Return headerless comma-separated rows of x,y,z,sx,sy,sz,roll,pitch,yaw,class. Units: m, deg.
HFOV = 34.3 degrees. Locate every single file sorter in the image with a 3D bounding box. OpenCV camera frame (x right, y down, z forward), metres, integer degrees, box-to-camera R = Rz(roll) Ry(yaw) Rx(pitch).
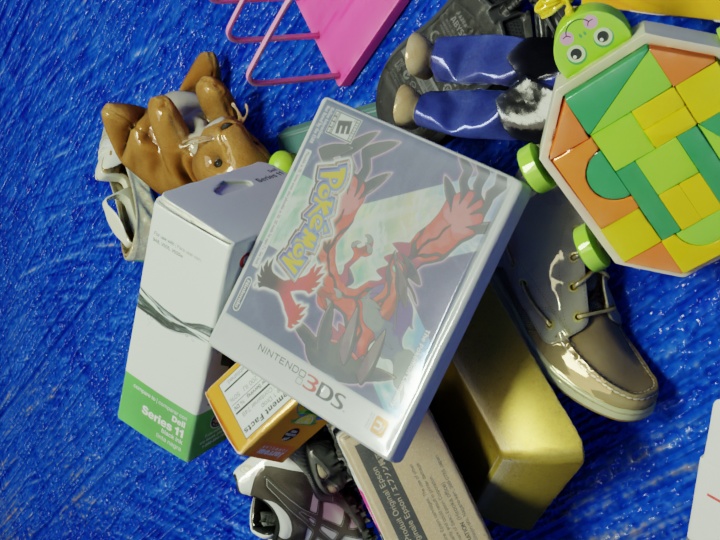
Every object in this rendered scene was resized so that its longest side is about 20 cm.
-0.067,-0.281,1.016,0.139,0.124,0.202,-48,61,47,file sorter

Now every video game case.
0.000,0.000,0.804,0.181,0.023,0.202,27,92,34,video game case

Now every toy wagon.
0.172,-0.088,0.714,0.154,0.040,0.201,-30,112,25,toy wagon

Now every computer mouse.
0.092,-0.162,0.903,0.199,0.052,0.140,-35,72,40,computer mouse

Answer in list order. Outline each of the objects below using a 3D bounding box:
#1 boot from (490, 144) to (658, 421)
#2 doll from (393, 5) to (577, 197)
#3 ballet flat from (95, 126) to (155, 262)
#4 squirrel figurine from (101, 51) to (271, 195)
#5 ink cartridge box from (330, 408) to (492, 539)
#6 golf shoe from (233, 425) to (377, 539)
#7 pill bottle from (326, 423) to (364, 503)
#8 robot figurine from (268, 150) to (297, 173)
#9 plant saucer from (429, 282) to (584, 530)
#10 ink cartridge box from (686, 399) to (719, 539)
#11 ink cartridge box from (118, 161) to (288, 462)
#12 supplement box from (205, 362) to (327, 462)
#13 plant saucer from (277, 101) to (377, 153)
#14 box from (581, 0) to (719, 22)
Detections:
0.164,-0.009,0.825,0.201,0.071,0.156,53,134,31,boot
0.121,-0.117,0.788,0.198,0.048,0.138,7,78,30,doll
-0.285,-0.104,1.403,0.067,0.062,0.202,-40,67,49,ballet flat
-0.145,-0.095,1.174,0.186,0.141,0.202,29,137,44,squirrel figurine
0.044,0.185,0.932,0.166,0.074,0.200,63,176,3,ink cartridge box
-0.045,0.199,0.973,0.078,0.094,0.201,57,173,49,golf shoe
-0.040,0.160,1.098,0.116,0.115,0.203,28,119,46,pill bottle
-0.044,-0.020,1.054,0.199,0.115,0.177,-27,86,48,robot figurine
0.085,0.098,0.912,0.202,0.048,0.201,62,162,22,plant saucer
0.270,0.184,0.732,0.115,0.066,0.203,27,120,47,ink cartridge box
-0.107,0.030,0.942,0.082,0.146,0.202,28,120,24,ink cartridge box
-0.019,0.055,0.854,0.200,0.066,0.069,-41,60,17,supplement box
-0.017,-0.112,1.082,0.199,0.019,0.071,-6,94,52,plant saucer
0.203,-0.265,0.734,0.118,0.041,0.203,24,115,49,box
